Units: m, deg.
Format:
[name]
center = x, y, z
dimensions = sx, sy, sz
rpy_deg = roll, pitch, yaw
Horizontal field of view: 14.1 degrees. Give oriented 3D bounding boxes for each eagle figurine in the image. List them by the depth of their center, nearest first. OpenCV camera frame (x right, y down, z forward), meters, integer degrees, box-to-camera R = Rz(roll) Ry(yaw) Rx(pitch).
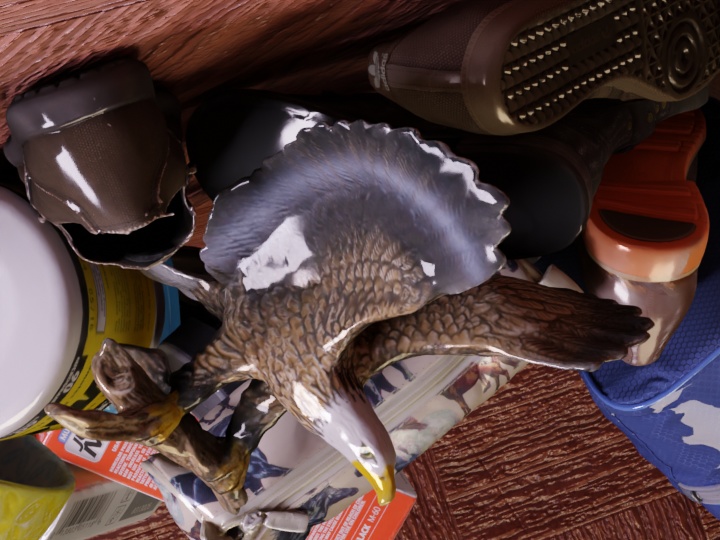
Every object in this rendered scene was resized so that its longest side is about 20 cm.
[eagle figurine]
center = -0.003, 0.022, 1.169
dimensions = 0.200, 0.151, 0.152
rpy_deg = -37, -176, 16

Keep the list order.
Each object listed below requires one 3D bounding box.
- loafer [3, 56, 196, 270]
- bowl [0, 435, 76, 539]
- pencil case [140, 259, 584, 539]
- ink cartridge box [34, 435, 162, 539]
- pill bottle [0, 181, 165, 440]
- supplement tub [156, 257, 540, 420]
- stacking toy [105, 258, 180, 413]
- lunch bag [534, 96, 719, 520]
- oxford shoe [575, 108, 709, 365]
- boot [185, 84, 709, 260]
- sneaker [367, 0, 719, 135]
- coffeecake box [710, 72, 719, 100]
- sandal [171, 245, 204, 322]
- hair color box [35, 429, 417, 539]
[loafer]
center = -0.100, -0.031, 1.140
dimensions = 0.073, 0.071, 0.200
rpy_deg = -19, 176, 1
[bowl]
center = -0.239, 0.099, 1.288
dimensions = 0.200, 0.108, 0.200
rpy_deg = 26, -175, -2
[pencil case]
center = 0.003, 0.056, 1.274
dimensions = 0.200, 0.078, 0.089
rpy_deg = -38, -149, -4
[ink cartridge box]
center = -0.210, 0.071, 1.586
dimensions = 0.050, 0.200, 0.162
rpy_deg = -55, 167, 13
[pill bottle]
center = -0.155, 0.017, 1.282
dimensions = 0.114, 0.114, 0.200
rpy_deg = -19, 177, 10
[supplement tub]
center = 0.000, 0.000, 1.372
dimensions = 0.200, 0.107, 0.107
rpy_deg = -41, -177, -16
[stacking toy]
center = -0.199, 0.025, 1.451
dimensions = 0.200, 0.116, 0.110
rpy_deg = -5, 172, 12
[lunch bag]
center = 0.174, 0.022, 1.416
dimensions = 0.136, 0.132, 0.200
rpy_deg = -36, -144, 9
[oxford shoe]
center = 0.122, -0.029, 1.344
dimensions = 0.071, 0.073, 0.200
rpy_deg = 5, -151, 3
[boot]
center = 0.041, -0.065, 1.286
dimensions = 0.200, 0.069, 0.174
rpy_deg = 10, -153, 16
[sneaker]
center = 0.083, -0.103, 1.215
dimensions = 0.076, 0.070, 0.200
rpy_deg = 10, -164, 35
[coffeecake box]
center = 0.203, -0.026, 1.564
dimensions = 0.200, 0.154, 0.073
rpy_deg = -39, -154, -7
[sandal]
center = -0.145, 0.012, 1.640
dimensions = 0.200, 0.055, 0.082
rpy_deg = -18, 138, 42
[hair color box]
center = -0.079, 0.089, 1.576
dimensions = 0.064, 0.200, 0.111
rpy_deg = -60, -160, 11
